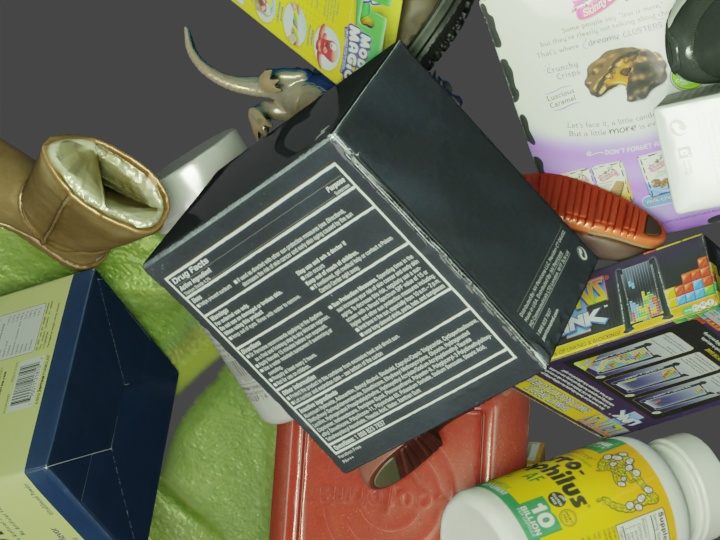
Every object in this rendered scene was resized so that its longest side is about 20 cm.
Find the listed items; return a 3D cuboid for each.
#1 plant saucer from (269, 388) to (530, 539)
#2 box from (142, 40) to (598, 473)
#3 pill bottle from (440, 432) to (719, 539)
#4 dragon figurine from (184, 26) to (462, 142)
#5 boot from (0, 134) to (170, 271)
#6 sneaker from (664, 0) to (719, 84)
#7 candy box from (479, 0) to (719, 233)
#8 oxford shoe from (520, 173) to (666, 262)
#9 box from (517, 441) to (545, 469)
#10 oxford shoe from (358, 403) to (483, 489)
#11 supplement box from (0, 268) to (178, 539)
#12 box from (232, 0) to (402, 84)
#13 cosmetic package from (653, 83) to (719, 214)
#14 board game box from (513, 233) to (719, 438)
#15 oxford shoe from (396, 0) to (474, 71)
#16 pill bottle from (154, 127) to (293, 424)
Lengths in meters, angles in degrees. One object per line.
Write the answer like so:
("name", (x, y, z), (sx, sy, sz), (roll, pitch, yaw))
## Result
("plant saucer", (0.024, 0.174, 1.551), (0.199, 0.037, 0.201), (2, 84, 13))
("box", (0.007, -0.006, 1.307), (0.198, 0.123, 0.200), (46, 132, -14))
("pill bottle", (0.168, 0.186, 1.489), (0.200, 0.113, 0.113), (-16, 121, -26))
("dragon figurine", (-0.027, -0.128, 1.453), (0.200, 0.099, 0.059), (23, 124, 24))
("boot", (-0.232, -0.068, 1.470), (0.175, 0.066, 0.200), (28, 165, -12))
("sneaker", (0.285, -0.168, 1.287), (0.200, 0.085, 0.075), (-22, 110, -19))
("candy box", (0.193, -0.128, 1.390), (0.167, 0.072, 0.200), (-12, 114, 20))
("oxford shoe", (0.106, -0.025, 1.383), (0.199, 0.071, 0.073), (10, 114, 11))
("box", (0.087, 0.224, 1.621), (0.119, 0.042, 0.201), (5, 120, 13))
("oxford shoe", (0.061, 0.070, 1.508), (0.200, 0.070, 0.075), (-40, 63, -4))
("supplement box", (-0.269, 0.134, 1.556), (0.199, 0.200, 0.134), (-16, 132, 22))
("box", (-0.028, -0.207, 1.350), (0.048, 0.200, 0.118), (-10, 126, -31))
("cosmetic package", (0.292, -0.094, 1.280), (0.199, 0.101, 0.071), (-12, 97, 15))
("board game box", (0.202, 0.051, 1.423), (0.165, 0.057, 0.200), (-18, 155, 23))
("oxford shoe", (0.039, -0.201, 1.376), (0.084, 0.073, 0.200), (27, 93, 7))
("pill bottle", (-0.075, 0.002, 1.499), (0.114, 0.114, 0.200), (-28, 101, 25))
